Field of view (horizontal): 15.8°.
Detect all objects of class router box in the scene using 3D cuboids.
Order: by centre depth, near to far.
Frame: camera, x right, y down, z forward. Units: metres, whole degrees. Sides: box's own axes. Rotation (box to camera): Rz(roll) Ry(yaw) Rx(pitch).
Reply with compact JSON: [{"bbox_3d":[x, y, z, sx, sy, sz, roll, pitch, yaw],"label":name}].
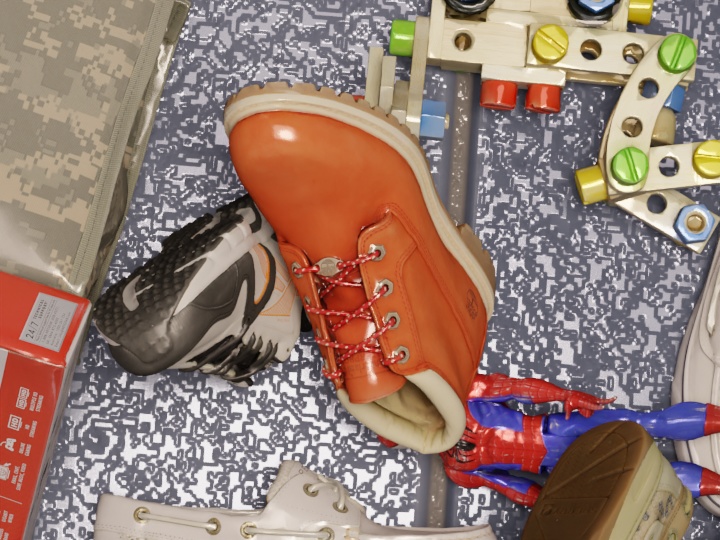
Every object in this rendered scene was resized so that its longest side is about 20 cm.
[{"bbox_3d":[-0.229,0.072,1.181,0.179,0.200,0.049,17,40,-1],"label":"router box"}]

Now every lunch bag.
[{"bbox_3d":[-0.179,-0.081,1.221,0.163,0.118,0.201,16,69,-1],"label":"lunch bag"}]

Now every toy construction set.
[{"bbox_3d":[0.084,-0.084,1.258,0.199,0.092,0.132,7,85,-14],"label":"toy construction set"}]

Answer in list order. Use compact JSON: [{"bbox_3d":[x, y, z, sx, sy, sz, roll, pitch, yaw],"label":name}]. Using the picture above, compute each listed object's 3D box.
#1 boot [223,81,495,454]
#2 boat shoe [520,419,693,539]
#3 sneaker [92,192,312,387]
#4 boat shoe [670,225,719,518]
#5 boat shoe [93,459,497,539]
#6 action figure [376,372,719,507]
[{"bbox_3d":[0.000,0.000,1.184,0.075,0.200,0.108,-14,48,30],"label":"boot"},{"bbox_3d":[0.091,0.163,1.156,0.063,0.073,0.200,45,66,-29],"label":"boat shoe"},{"bbox_3d":[-0.061,0.018,1.188,0.074,0.200,0.080,-25,96,17],"label":"sneaker"},{"bbox_3d":[0.201,0.022,1.262,0.072,0.066,0.201,15,85,-2],"label":"boat shoe"},{"bbox_3d":[-0.030,0.125,1.238,0.199,0.071,0.070,-3,84,-3],"label":"boat shoe"},{"bbox_3d":[0.104,0.084,1.243,0.199,0.052,0.066,5,110,15],"label":"action figure"}]
